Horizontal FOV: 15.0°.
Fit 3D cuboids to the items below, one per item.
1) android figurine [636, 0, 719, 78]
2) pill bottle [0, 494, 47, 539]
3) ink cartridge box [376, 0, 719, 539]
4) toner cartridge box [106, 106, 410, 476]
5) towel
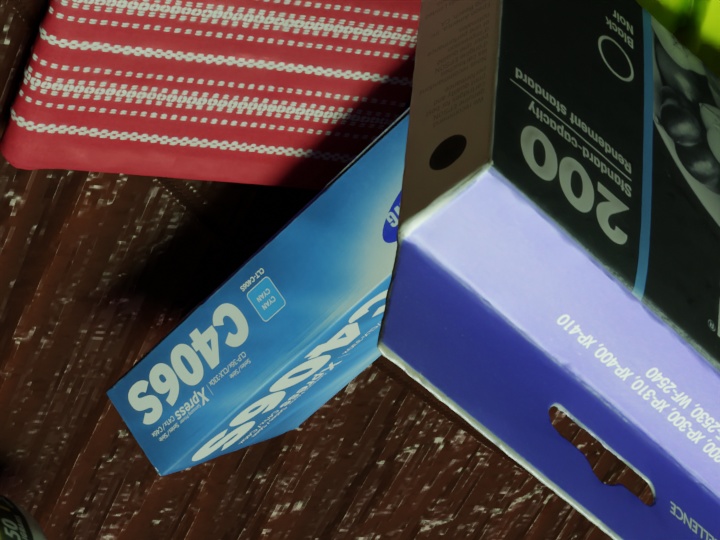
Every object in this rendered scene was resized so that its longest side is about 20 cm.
[{"bbox_3d":[0.178,-0.120,0.970,0.182,0.041,0.200,-6,143,-9],"label":"android figurine"},{"bbox_3d":[-0.227,0.113,1.089,0.111,0.111,0.200,-34,139,26],"label":"pill bottle"},{"bbox_3d":[0.093,0.000,0.893,0.043,0.200,0.198,-31,124,33],"label":"ink cartridge box"},{"bbox_3d":[0.000,0.000,1.036,0.200,0.043,0.095,-42,167,33],"label":"toner cartridge box"},{"bbox_3d":[-0.035,-0.099,0.947,0.144,0.023,0.200,4,140,-22],"label":"towel"}]
